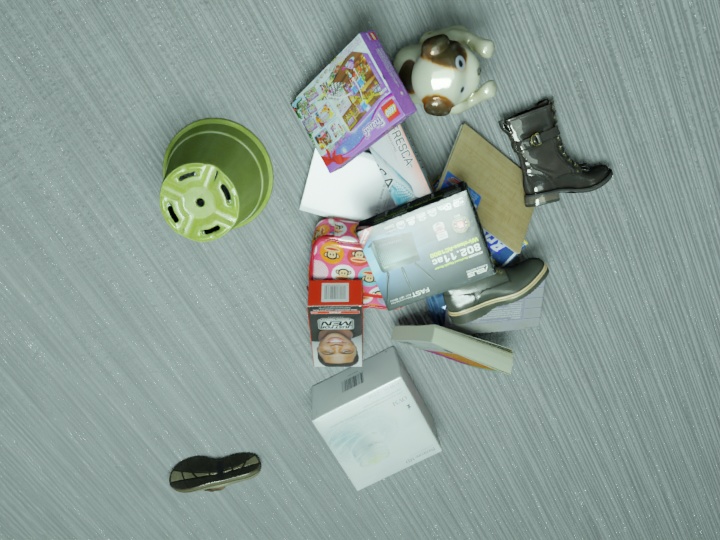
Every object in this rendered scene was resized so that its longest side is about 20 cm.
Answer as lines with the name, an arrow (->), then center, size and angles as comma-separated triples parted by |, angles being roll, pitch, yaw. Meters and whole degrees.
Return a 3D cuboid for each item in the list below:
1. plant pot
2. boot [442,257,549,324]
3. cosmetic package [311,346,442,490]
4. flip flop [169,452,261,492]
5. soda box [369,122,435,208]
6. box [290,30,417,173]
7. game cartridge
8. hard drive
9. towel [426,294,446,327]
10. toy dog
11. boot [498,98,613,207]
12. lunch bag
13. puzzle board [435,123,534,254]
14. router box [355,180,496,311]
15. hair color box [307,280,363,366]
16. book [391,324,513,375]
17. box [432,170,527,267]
plant pot -> -0.248, -0.136, 0.973 | 0.196, 0.190, 0.203 | -2, 111, -4
boot -> 0.229, -0.007, 1.048 | 0.198, 0.077, 0.140 | -29, 108, -7
cosmetic package -> 0.031, 0.303, 1.201 | 0.197, 0.123, 0.202 | -27, 112, 7
flip flop -> -0.309, 0.439, 1.260 | 0.196, 0.082, 0.058 | -8, 127, -7
soda box -> 0.062, -0.196, 1.008 | 0.068, 0.064, 0.202 | -24, 94, 17
box -> -0.017, -0.262, 0.944 | 0.199, 0.039, 0.138 | -26, 94, 47
game cartridge -> 0.258, 0.055, 1.131 | 0.197, 0.038, 0.132 | -3, 112, -15
hard drive -> 0.000, -0.149, 1.074 | 0.197, 0.025, 0.134 | 14, 110, -10
towel -> 0.177, 0.033, 1.146 | 0.110, 0.049, 0.203 | -18, 111, 2
toy dog -> 0.122, -0.316, 0.925 | 0.190, 0.200, 0.142 | 4, 111, -6
boot -> 0.353, -0.219, 1.051 | 0.197, 0.069, 0.177 | -18, 99, -15
lunch bag -> 0.000, 0.000, 1.098 | 0.196, 0.083, 0.178 | 6, 127, -5
puzzle board -> 0.230, -0.143, 1.048 | 0.199, 0.017, 0.152 | 32, 67, -20
router box -> 0.107, -0.038, 0.976 | 0.197, 0.062, 0.152 | -20, 109, 14
hair color box -> -0.044, 0.103, 1.101 | 0.100, 0.062, 0.202 | -1, 140, 1
book -> 0.174, 0.149, 1.126 | 0.198, 0.133, 0.049 | 21, 75, -28
box -> 0.213, -0.096, 1.090 | 0.199, 0.064, 0.070 | 40, 104, -16
